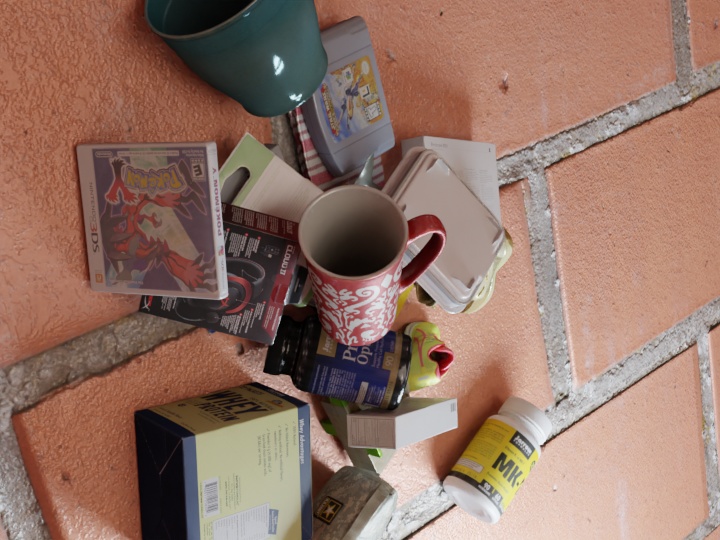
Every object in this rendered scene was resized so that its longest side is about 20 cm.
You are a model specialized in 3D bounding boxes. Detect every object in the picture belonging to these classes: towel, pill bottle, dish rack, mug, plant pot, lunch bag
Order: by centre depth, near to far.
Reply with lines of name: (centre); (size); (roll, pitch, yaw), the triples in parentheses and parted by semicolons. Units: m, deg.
plant pot: (-0.136, -0.304, 1.269); (0.201, 0.199, 0.188); (-57, 141, -16)
mug: (0.014, 0.008, 1.276); (0.201, 0.175, 0.135); (89, 11, -59)
dish rack: (0.116, -0.060, 1.386); (0.200, 0.043, 0.172); (45, 57, -19)
pill bottle: (-0.033, 0.125, 1.429); (0.198, 0.112, 0.113); (13, 90, -4)
lunch bag: (-0.028, 0.377, 1.466); (0.117, 0.200, 0.164); (38, 69, 3)
towel: (-0.034, -0.177, 1.478); (0.146, 0.030, 0.202); (-27, 115, -36)
pill bottle: (0.241, 0.325, 1.746); (0.200, 0.114, 0.115); (-51, 126, -21)

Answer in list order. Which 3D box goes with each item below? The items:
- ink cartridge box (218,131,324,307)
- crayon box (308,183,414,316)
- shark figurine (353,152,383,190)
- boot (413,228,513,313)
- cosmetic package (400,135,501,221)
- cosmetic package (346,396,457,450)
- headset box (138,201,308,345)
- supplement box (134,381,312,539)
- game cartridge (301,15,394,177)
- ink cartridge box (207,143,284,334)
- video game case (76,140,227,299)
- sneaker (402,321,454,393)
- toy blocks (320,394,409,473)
ink cartridge box: (-0.117, -0.066, 1.357); (0.199, 0.048, 0.146); (37, 77, -13)
crayon box: (0.000, 0.000, 1.500); (0.200, 0.058, 0.174); (45, 68, -47)
shark figurine: (0.078, -0.080, 1.432); (0.215, 0.089, 0.128); (51, 22, -6)
boot: (0.147, 0.022, 1.592); (0.154, 0.073, 0.201); (-25, 157, -30)
cosmetic package: (0.146, -0.128, 1.584); (0.199, 0.051, 0.153); (-2, 90, -50)
cosmetic package: (0.065, 0.224, 1.487); (0.199, 0.082, 0.051); (-3, 92, -59)
headset box: (-0.167, -0.002, 1.281); (0.198, 0.075, 0.150); (14, 111, -9)
supplement box: (-0.182, 0.279, 1.365); (0.198, 0.134, 0.203); (-9, 104, -38)
game cartridge: (-0.024, -0.243, 1.431); (0.133, 0.041, 0.202); (-36, 121, -37)
ink cartridge box: (-0.160, -0.041, 1.386); (0.199, 0.040, 0.202); (-36, 120, -30)
video game case: (-0.251, -0.061, 1.205); (0.023, 0.198, 0.185); (-24, 114, -61)
sneaker: (0.109, 0.135, 1.574); (0.200, 0.089, 0.079); (-57, 132, -63)
toy blocks: (0.021, 0.213, 1.562); (0.137, 0.099, 0.201); (-49, 130, -34)
